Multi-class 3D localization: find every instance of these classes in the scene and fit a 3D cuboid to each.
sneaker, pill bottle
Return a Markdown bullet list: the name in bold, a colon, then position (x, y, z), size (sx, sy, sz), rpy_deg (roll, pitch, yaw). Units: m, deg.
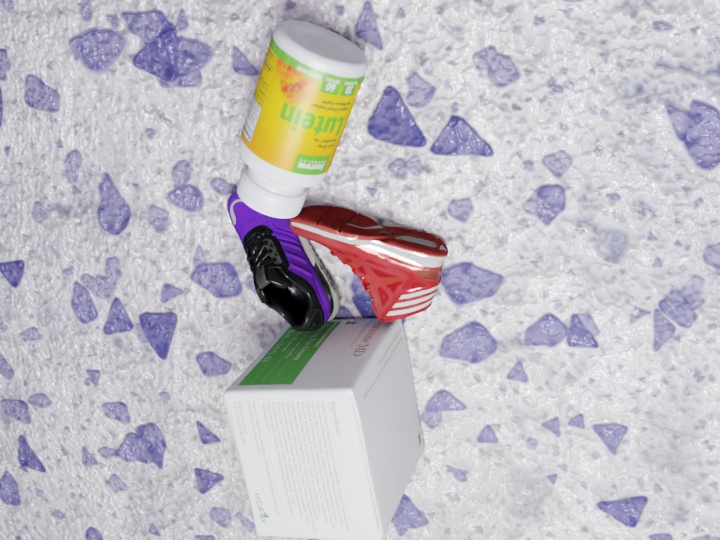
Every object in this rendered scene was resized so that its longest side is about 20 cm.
- **sneaker**: position (0.000, 0.000, 1.081), size (0.196, 0.078, 0.118), rpy_deg (17, 115, 15)
- **sneaker**: position (-0.105, -0.011, 1.099), size (0.069, 0.099, 0.201), rpy_deg (-37, 90, 29)
- **pill bottle**: position (-0.074, -0.166, 1.021), size (0.110, 0.111, 0.203), rpy_deg (28, 119, 8)

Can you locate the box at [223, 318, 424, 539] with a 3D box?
- **box**: position (-0.036, 0.188, 1.101), size (0.168, 0.199, 0.204), rpy_deg (-3, 110, 21)
